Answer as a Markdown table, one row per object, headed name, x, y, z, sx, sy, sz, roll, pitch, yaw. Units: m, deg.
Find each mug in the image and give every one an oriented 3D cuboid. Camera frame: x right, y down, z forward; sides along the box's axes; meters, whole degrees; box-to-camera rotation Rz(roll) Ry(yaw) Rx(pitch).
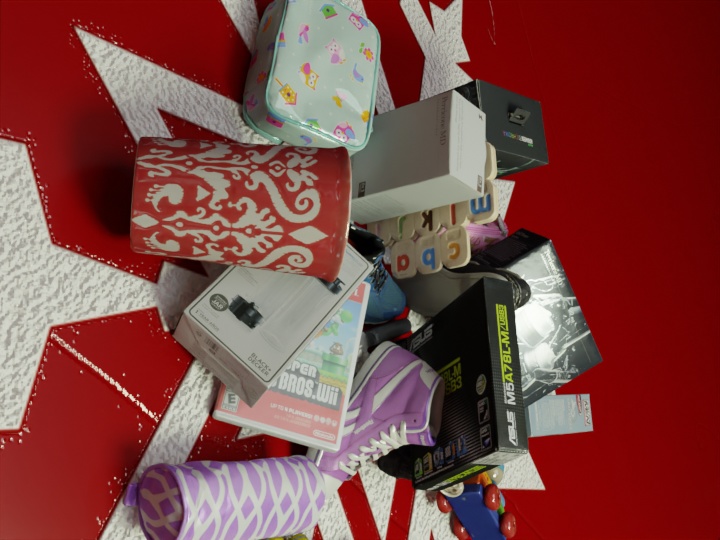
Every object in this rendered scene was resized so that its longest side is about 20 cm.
| name | x | y | z | sx | sy | sz | roll | pitch | yaw |
| --- | --- | --- | --- | --- | --- | --- | --- | --- | --- |
| mug | -0.122 | -0.064 | 0.811 | 0.197 | 0.177 | 0.136 | 4 | 92 | -13 |

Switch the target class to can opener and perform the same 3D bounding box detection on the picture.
| name | x | y | z | sx | sy | sz | roll | pitch | yaw |
| --- | --- | --- | --- | --- | --- | --- | --- | --- | --- |
| can opener | 0.008 | 0.098 | 1.015 | 0.199 | 0.066 | 0.053 | -14 | 88 | -58 |

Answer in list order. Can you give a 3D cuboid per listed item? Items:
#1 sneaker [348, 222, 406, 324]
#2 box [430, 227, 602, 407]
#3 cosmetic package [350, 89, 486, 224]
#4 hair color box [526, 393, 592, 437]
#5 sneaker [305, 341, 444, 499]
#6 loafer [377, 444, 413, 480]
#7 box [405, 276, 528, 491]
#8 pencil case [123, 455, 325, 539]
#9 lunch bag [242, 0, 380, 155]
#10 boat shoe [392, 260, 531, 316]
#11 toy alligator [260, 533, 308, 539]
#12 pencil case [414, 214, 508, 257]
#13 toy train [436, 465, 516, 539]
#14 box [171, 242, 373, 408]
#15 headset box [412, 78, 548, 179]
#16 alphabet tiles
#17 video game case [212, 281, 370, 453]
| name | x | y | z | sx | sy | sz | roll | pitch | yaw |
| --- | --- | --- | --- | --- | --- | --- | --- | --- | --- |
| sneaker | 0.000 | 0.000 | 0.999 | 0.200 | 0.089 | 0.079 | 42 | 51 | -37 |
| box | 0.209 | 0.075 | 1.145 | 0.181 | 0.104 | 0.202 | -30 | 107 | -6 |
| cosmetic package | 0.054 | -0.135 | 1.012 | 0.081 | 0.198 | 0.115 | 21 | 65 | -45 |
| hair color box | 0.268 | 0.224 | 1.252 | 0.199 | 0.098 | 0.062 | 8 | 74 | -48 |
| sneaker | 0.020 | 0.187 | 0.910 | 0.202 | 0.114 | 0.073 | -58 | 148 | -5 |
| loafer | 0.097 | 0.204 | 1.066 | 0.200 | 0.070 | 0.069 | -40 | 144 | -45 |
| box | 0.115 | 0.136 | 0.935 | 0.047 | 0.200 | 0.196 | 8 | 63 | -22 |
| pencil case | -0.122 | 0.223 | 0.799 | 0.199 | 0.085 | 0.085 | 14 | 95 | -49 |
| lunch bag | -0.053 | -0.231 | 0.987 | 0.159 | 0.077 | 0.203 | 21 | 66 | -31 |
| boat shoe | 0.124 | 0.020 | 1.034 | 0.060 | 0.198 | 0.075 | -5 | 95 | -43 |
| toy alligator | -0.059 | 0.326 | 0.879 | 0.199 | 0.059 | 0.055 | 23 | 105 | -46 |
| pencil case | 0.132 | -0.056 | 1.168 | 0.198 | 0.087 | 0.083 | 3 | 42 | -48 |
| toy train | 0.148 | 0.269 | 1.099 | 0.201 | 0.084 | 0.117 | 60 | 30 | -36 |
| box | -0.088 | 0.030 | 0.860 | 0.116 | 0.060 | 0.200 | 40 | 53 | 0 |
| headset box | 0.142 | -0.180 | 1.129 | 0.173 | 0.198 | 0.094 | 2 | 79 | -48 |
| alphabet tiles | 0.087 | -0.093 | 1.041 | 0.015 | 0.198 | 0.199 | 15 | 69 | -48 |
| video game case | -0.071 | 0.085 | 0.901 | 0.141 | 0.017 | 0.203 | 19 | 63 | -15 |
